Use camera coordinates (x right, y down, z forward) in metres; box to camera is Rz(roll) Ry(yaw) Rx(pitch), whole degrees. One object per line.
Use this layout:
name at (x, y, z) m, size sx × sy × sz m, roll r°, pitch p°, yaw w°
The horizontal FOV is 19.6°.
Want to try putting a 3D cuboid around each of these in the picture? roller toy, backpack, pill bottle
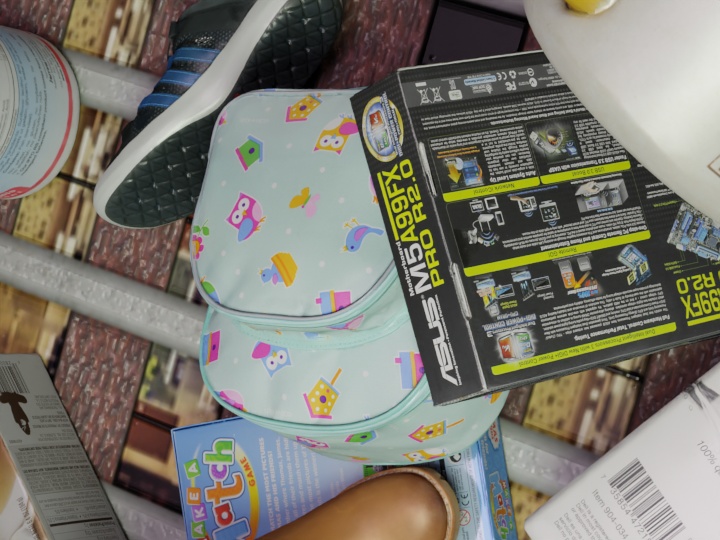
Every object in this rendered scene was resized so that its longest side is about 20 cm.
roller toy at (0.169, -0.109, 0.936) m, size 0.140 × 0.200 × 0.182 m, roll -46°, pitch 73°, yaw 22°
backpack at (0.000, 0.000, 1.110) m, size 0.176 × 0.153 × 0.200 m, roll 2°, pitch 80°, yaw 30°
pill bottle at (-0.266, -0.103, 1.246) m, size 0.109 × 0.200 × 0.109 m, roll -1°, pitch 87°, yaw 29°

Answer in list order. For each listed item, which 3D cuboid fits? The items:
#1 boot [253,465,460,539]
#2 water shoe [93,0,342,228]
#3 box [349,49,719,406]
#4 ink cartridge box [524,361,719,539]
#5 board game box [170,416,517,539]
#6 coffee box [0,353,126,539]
boot at (-0.056, 0.165, 1.105) m, size 0.200 × 0.155 × 0.077 m, roll -26°, pitch 76°, yaw 25°
water shoe at (-0.089, -0.109, 1.237) m, size 0.200 × 0.071 × 0.079 m, roll -45°, pitch 47°, yaw 15°
box at (0.103, -0.030, 1.041) m, size 0.044 × 0.200 × 0.160 m, roll -22°, pitch 82°, yaw 54°
ink cartridge box at (0.207, 0.124, 1.047) m, size 0.200 × 0.084 × 0.146 m, roll -41°, pitch 71°, yaw 21°
board game box at (-0.009, 0.149, 1.190) m, size 0.200 × 0.037 × 0.151 m, roll -12°, pitch 82°, yaw 27°
coffee box at (-0.219, 0.164, 1.277) m, size 0.114 × 0.080 × 0.200 m, roll -34°, pitch 73°, yaw 23°
